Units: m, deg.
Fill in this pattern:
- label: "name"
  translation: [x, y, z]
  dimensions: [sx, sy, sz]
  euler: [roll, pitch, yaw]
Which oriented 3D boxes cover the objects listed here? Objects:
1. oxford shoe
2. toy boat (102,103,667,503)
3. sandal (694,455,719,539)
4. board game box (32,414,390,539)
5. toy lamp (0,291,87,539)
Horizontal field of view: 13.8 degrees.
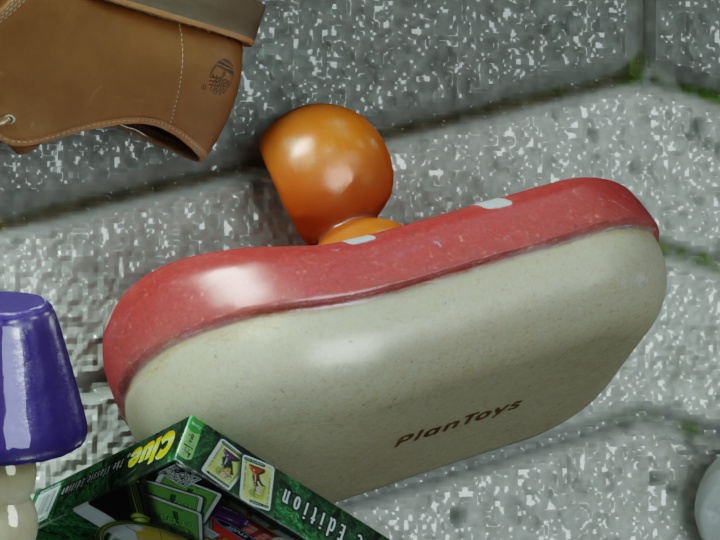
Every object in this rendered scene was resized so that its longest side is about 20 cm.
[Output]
- label: "oxford shoe"
  translation: [-0.128, -0.078, 1.003]
  dimensions: [0.200, 0.071, 0.071]
  euler: [12, 92, -26]
- label: "toy boat"
  translation: [0.000, 0.000, 1.052]
  dimensions: [0.200, 0.131, 0.131]
  euler: [-16, 67, -26]
- label: "sandal"
  translation: [0.219, 0.126, 1.181]
  dimensions: [0.203, 0.082, 0.050]
  euler: [41, 30, -19]
- label: "board game box"
  translation: [-0.011, 0.120, 1.041]
  dimensions: [0.200, 0.105, 0.023]
  euler: [33, 57, -22]
- label: "toy lamp"
  translation: [-0.117, 0.107, 0.993]
  dimensions: [0.058, 0.058, 0.200]
  euler: [-8, 104, -26]
